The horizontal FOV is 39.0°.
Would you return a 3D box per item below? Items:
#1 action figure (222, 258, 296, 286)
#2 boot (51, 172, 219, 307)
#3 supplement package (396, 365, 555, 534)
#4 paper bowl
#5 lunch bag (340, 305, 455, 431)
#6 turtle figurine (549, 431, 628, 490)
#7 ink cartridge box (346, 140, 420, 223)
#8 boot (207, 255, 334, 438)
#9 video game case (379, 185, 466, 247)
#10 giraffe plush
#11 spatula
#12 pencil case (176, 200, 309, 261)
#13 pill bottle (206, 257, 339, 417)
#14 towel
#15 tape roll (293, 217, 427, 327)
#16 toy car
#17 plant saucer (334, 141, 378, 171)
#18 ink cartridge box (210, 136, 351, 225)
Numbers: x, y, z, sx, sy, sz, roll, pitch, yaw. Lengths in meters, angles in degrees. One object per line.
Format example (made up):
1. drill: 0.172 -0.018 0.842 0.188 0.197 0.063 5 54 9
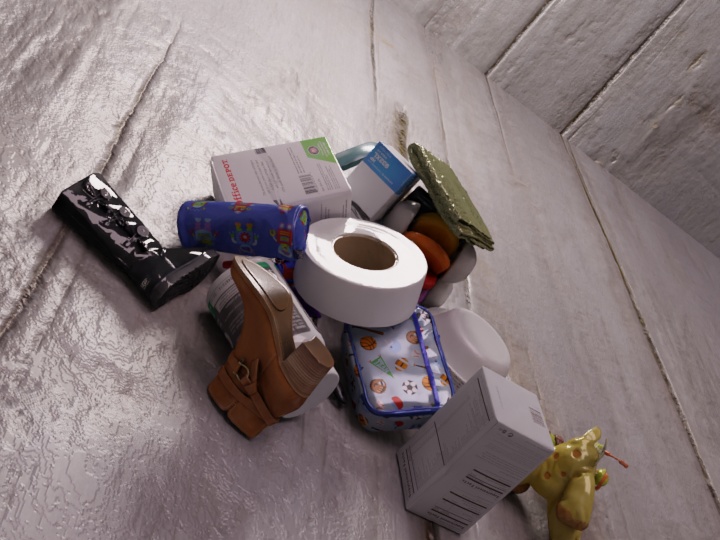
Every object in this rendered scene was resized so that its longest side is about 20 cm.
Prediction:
1. action figure: -0.135 0.006 1.554 0.051 0.066 0.199 7 9 29
2. boot: -0.306 -0.053 1.405 0.200 0.066 0.165 41 23 6
3. supplement package: 0.157 0.254 1.428 0.109 0.200 0.114 28 29 -25
4. paper bowl: 0.178 0.146 1.746 0.200 0.104 0.201 35 25 -19
5. lunch bag: 0.057 0.140 1.527 0.158 0.076 0.202 -3 54 -14
6. turtle figurine: 0.360 0.328 1.736 0.160 0.065 0.200 32 -20 13
7. ink cartridge box: 0.005 -0.119 1.758 0.084 0.200 0.145 44 9 4
8. boot: -0.139 0.098 1.295 0.201 0.155 0.077 51 21 10
9. video game case: 0.102 -0.053 1.840 0.143 0.200 0.019 40 47 -8
10. giraffe plush: 0.284 0.318 1.597 0.160 0.202 0.173 13 28 7
11. spatula: -0.062 0.107 1.507 0.056 0.020 0.202 16 47 -60
12. pencil case: -0.168 -0.058 1.482 0.197 0.088 0.078 4 29 15
13. pill bottle: -0.118 0.091 1.383 0.113 0.113 0.201 4 45 -53
14. towel: 0.152 -0.123 1.732 0.148 0.036 0.201 26 32 -56
15. tape roll: 0.000 0.000 1.545 0.200 0.072 0.203 11 30 -7
16. toy car: 0.090 -0.005 1.763 0.174 0.200 0.150 35 45 -3
17. plant saucer: -0.047 -0.190 1.835 0.200 0.198 0.028 -27 95 -63
18. ink cartridge box: -0.129 -0.125 1.630 0.197 0.085 0.146 -12 48 -15
